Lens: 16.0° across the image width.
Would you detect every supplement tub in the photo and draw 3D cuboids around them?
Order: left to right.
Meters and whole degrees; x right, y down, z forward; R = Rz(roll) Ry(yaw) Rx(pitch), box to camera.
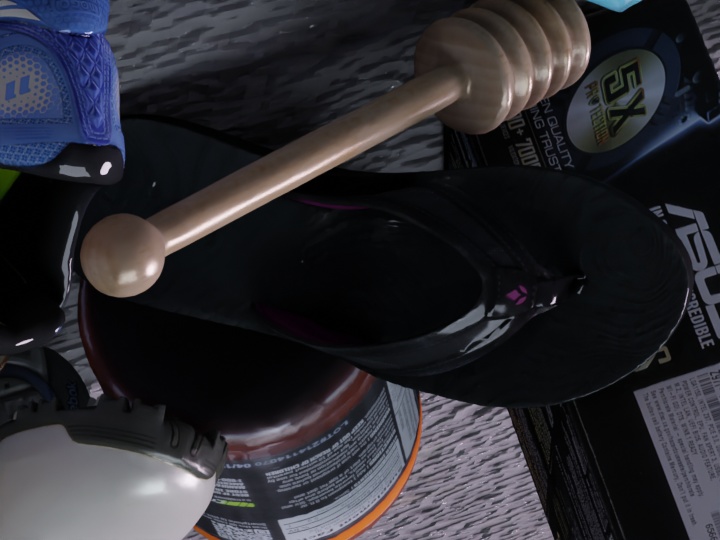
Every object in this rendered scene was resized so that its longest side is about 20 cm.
[{"bbox_3d":[-0.033,0.040,0.914,0.107,0.107,0.200,-18,159,-2],"label":"supplement tub"}]

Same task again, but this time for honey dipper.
[{"bbox_3d":[-0.004,-0.036,0.743,0.200,0.038,0.038,-32,172,-42],"label":"honey dipper"}]

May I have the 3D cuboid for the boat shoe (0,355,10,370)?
[{"bbox_3d":[-0.207,0.048,0.835,0.200,0.073,0.065,-31,123,0],"label":"boat shoe"}]

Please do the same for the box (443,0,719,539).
[{"bbox_3d":[0.099,0.034,0.878,0.086,0.200,0.164,-17,159,-5],"label":"box"}]

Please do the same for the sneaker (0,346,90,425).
[{"bbox_3d":[-0.195,0.087,0.940,0.199,0.075,0.087,-12,163,-16],"label":"sneaker"}]

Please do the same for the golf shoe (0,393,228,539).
[{"bbox_3d":[-0.111,0.108,0.826,0.077,0.088,0.200,25,137,-31],"label":"golf shoe"}]

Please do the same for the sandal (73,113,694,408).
[{"bbox_3d":[-0.001,0.001,0.779,0.200,0.076,0.048,9,-166,10],"label":"sandal"}]

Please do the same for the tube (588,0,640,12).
[{"bbox_3d":[0.060,-0.107,0.727,0.077,0.051,0.200,-23,165,29],"label":"tube"}]

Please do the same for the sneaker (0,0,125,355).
[{"bbox_3d":[-0.134,-0.008,0.732,0.078,0.089,0.200,2,150,-40],"label":"sneaker"}]
